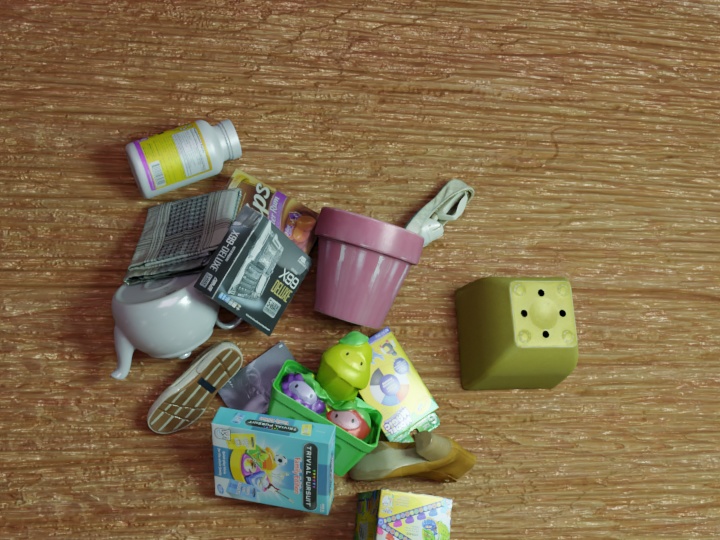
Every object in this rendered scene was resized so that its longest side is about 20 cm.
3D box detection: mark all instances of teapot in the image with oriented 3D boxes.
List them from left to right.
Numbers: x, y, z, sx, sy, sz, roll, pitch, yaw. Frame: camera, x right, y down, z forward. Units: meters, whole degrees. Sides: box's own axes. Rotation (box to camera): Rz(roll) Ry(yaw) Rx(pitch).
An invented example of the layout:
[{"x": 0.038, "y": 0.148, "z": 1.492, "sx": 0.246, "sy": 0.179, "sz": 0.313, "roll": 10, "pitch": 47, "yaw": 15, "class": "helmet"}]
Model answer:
[{"x": -0.318, "y": 0.082, "z": 1.393, "sx": 0.196, "sy": 0.198, "sz": 0.148, "roll": -8, "pitch": 114, "yaw": 18, "class": "teapot"}]

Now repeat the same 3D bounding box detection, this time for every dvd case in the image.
[{"x": -0.142, "y": 0.249, "z": 1.444, "sx": 0.148, "sy": 0.016, "sz": 0.201, "roll": -33, "pitch": 83, "yaw": -18, "class": "dvd case"}]

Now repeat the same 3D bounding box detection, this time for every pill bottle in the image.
[{"x": -0.324, "y": -0.213, "z": 1.499, "sx": 0.197, "sy": 0.104, "sz": 0.106, "roll": -22, "pitch": 79, "yaw": -17, "class": "pill bottle"}]

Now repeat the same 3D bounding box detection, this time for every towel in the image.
[{"x": -0.309, "y": -0.065, "z": 1.416, "sx": 0.189, "sy": 0.035, "sz": 0.202, "roll": -10, "pitch": 43, "yaw": 12, "class": "towel"}]

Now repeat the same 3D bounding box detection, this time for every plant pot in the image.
[{"x": 0.000, "y": 0.000, "z": 1.460, "sx": 0.196, "sy": 0.200, "sz": 0.182, "roll": 15, "pitch": 90, "yaw": -6, "class": "plant pot"}, {"x": 0.297, "y": 0.102, "z": 1.474, "sx": 0.191, "sy": 0.200, "sz": 0.198, "roll": 1, "pitch": 73, "yaw": -11, "class": "plant pot"}]

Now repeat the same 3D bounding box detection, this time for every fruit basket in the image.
[{"x": -0.045, "y": 0.208, "z": 1.375, "sx": 0.211, "sy": 0.156, "sz": 0.220, "roll": 2, "pitch": 105, "yaw": 7, "class": "fruit basket"}]

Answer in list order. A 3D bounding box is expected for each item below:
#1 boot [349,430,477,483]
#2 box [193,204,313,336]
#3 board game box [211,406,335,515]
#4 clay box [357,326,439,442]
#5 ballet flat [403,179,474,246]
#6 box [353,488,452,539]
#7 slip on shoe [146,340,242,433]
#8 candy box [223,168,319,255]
[{"x": 0.093, "y": 0.346, "z": 1.425, "sx": 0.144, "sy": 0.199, "sz": 0.072, "roll": 37, "pitch": 38, "yaw": -38, "class": "boot"}, {"x": -0.175, "y": 0.005, "z": 1.376, "sx": 0.049, "sy": 0.200, "sz": 0.159, "roll": 27, "pitch": 80, "yaw": 30, "class": "box"}, {"x": -0.142, "y": 0.313, "z": 1.333, "sx": 0.196, "sy": 0.154, "sz": 0.047, "roll": 7, "pitch": 29, "yaw": 9, "class": "board game box"}, {"x": 0.055, "y": 0.219, "z": 1.473, "sx": 0.114, "sy": 0.048, "sz": 0.202, "roll": -31, "pitch": 81, "yaw": -17, "class": "clay box"}, {"x": 0.149, "y": -0.103, "z": 1.570, "sx": 0.062, "sy": 0.068, "sz": 0.201, "roll": 25, "pitch": 65, "yaw": 36, "class": "ballet flat"}, {"x": 0.058, "y": 0.465, "z": 1.321, "sx": 0.120, "sy": 0.200, "sz": 0.196, "roll": 10, "pitch": 73, "yaw": -8, "class": "box"}, {"x": -0.290, "y": 0.198, "z": 1.411, "sx": 0.200, "sy": 0.061, "sz": 0.076, "roll": -47, "pitch": 119, "yaw": -4, "class": "slip on shoe"}, {"x": -0.174, "y": -0.088, "z": 1.517, "sx": 0.197, "sy": 0.057, "sz": 0.118, "roll": 28, "pitch": 72, "yaw": 0, "class": "candy box"}]
